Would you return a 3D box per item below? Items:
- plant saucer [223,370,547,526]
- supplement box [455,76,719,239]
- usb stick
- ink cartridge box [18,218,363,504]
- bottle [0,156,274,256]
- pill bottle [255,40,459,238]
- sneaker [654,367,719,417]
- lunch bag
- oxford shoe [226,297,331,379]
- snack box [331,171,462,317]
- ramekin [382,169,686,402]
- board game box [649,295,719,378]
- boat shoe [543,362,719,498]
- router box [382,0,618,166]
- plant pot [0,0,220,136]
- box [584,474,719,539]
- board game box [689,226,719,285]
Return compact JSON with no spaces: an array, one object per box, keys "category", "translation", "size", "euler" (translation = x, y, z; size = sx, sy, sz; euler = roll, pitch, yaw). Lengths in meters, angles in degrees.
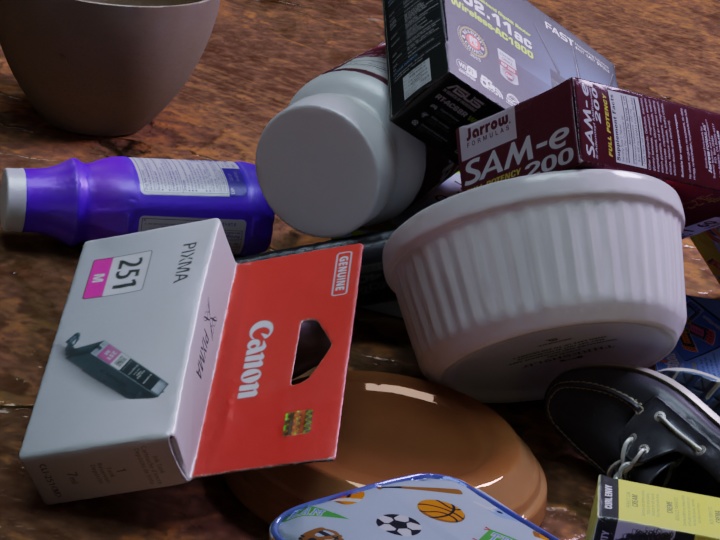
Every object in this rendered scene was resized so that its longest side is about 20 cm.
[{"category":"plant saucer","translation":[0.016,0.110,1.167],"size":[0.200,0.038,0.200],"euler":[7,23,-3]},{"category":"supplement box","translation":[0.172,-0.068,1.277],"size":[0.200,0.061,0.109],"euler":[8,-20,-39]},{"category":"usb stick","translation":[0.000,0.000,1.340],"size":[0.200,0.056,0.033],"euler":[-11,32,-3]},{"category":"ink cartridge box","translation":[-0.094,0.043,1.135],"size":[0.173,0.044,0.200],"euler":[-10,37,14]},{"category":"bottle","translation":[-0.167,-0.049,1.446],"size":[0.200,0.065,0.084],"euler":[1,23,-18]},{"category":"pill bottle","translation":[0.012,-0.098,1.401],"size":[0.114,0.114,0.200],"euler":[17,26,20]},{"category":"sneaker","translation":[0.266,0.118,1.217],"size":[0.200,0.077,0.085],"euler":[27,17,21]},{"category":"lunch bag","translation":[0.057,0.176,0.975],"size":[0.160,0.076,0.200],"euler":[-7,26,-40]},{"category":"oxford shoe","translation":[-0.101,0.034,1.266],"size":[0.200,0.071,0.072],"euler":[21,15,41]},{"category":"snack box","translation":[0.093,-0.012,1.454],"size":[0.200,0.068,0.169],"euler":[12,23,12]},{"category":"ramekin","translation":[0.118,0.017,1.247],"size":[0.202,0.202,0.094],"euler":[0,67,-22]},{"category":"board game box","translation":[0.255,0.065,1.391],"size":[0.103,0.019,0.200],"euler":[10,22,-1]},{"category":"boat shoe","translation":[0.183,0.114,1.175],"size":[0.200,0.073,0.063],"euler":[29,28,35]},{"category":"router box","translation":[0.107,-0.128,1.385],"size":[0.200,0.062,0.150],"euler":[31,37,-32]},{"category":"plant pot","translation":[-0.226,-0.195,1.687],"size":[0.200,0.135,0.200],"euler":[7,22,-3]},{"category":"box","translation":[0.220,0.170,1.053],"size":[0.200,0.075,0.050],"euler":[11,24,2]},{"category":"board game box","translation":[0.292,-0.023,1.429],"size":[0.134,0.034,0.200],"euler":[33,-11,46]}]
